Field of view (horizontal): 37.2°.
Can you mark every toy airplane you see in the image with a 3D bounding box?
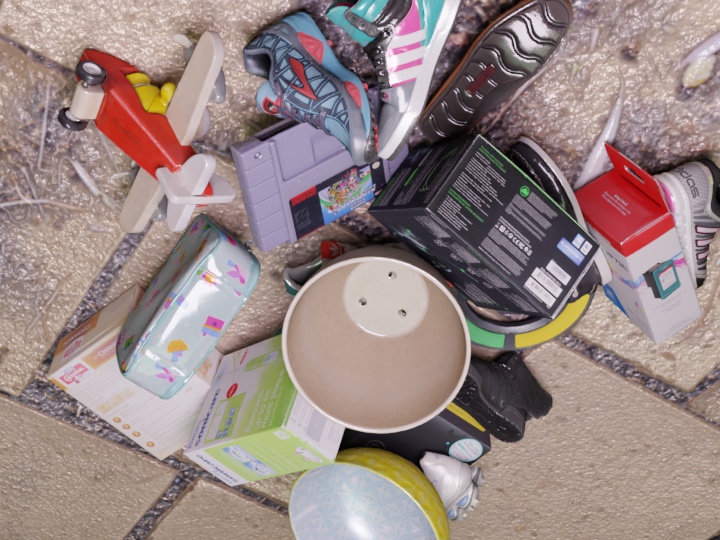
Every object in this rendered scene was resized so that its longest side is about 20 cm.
[{"bbox_3d":[-0.196,-0.140,1.104,0.198,0.141,0.202,-2,107,33],"label":"toy airplane"}]

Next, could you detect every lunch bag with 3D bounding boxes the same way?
[{"bbox_3d":[-0.196,0.037,1.215,0.077,0.160,0.201,36,91,-20],"label":"lunch bag"}]

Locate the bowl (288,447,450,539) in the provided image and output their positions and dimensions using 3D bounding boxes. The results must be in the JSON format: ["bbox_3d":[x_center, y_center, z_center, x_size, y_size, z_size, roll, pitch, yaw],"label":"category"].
[{"bbox_3d":[0.026,0.281,1.258,0.198,0.108,0.202,13,121,23],"label":"bowl"}]

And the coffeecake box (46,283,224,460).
[{"bbox_3d":[-0.271,0.135,1.371,0.153,0.073,0.200,-32,122,25],"label":"coffeecake box"}]

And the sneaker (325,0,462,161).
[{"bbox_3d":[0.017,-0.219,1.052,0.119,0.084,0.202,18,102,-10],"label":"sneaker"}]

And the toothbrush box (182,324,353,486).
[{"bbox_3d":[-0.102,0.161,1.269,0.086,0.147,0.199,38,142,-25],"label":"toothbrush box"}]

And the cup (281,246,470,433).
[{"bbox_3d":[0.022,0.055,1.173,0.198,0.143,0.203,2,111,6],"label":"cup"}]

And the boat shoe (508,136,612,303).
[{"bbox_3d":[0.210,-0.053,1.188,0.060,0.074,0.201,-34,114,-5],"label":"boat shoe"}]

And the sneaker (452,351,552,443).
[{"bbox_3d":[0.166,0.138,1.346,0.060,0.105,0.200,-26,118,41],"label":"sneaker"}]

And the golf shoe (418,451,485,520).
[{"bbox_3d":[0.072,0.300,1.351,0.097,0.078,0.201,30,120,-3],"label":"golf shoe"}]

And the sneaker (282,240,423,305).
[{"bbox_3d":[0.000,0.000,1.257,0.198,0.071,0.094,-21,132,20],"label":"sneaker"}]

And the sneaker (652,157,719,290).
[{"bbox_3d":[0.379,-0.052,1.204,0.087,0.074,0.201,-30,137,-2],"label":"sneaker"}]

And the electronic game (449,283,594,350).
[{"bbox_3d":[0.184,0.020,1.289,0.197,0.042,0.202,1,130,1],"label":"electronic game"}]

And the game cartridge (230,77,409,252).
[{"bbox_3d":[-0.035,-0.113,1.123,0.199,0.038,0.131,-30,129,-22],"label":"game cartridge"}]

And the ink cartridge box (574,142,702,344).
[{"bbox_3d":[0.301,-0.030,1.189,0.067,0.116,0.201,-31,125,-3],"label":"ink cartridge box"}]

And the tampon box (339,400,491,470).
[{"bbox_3d":[0.047,0.205,1.387,0.149,0.127,0.200,32,123,-24],"label":"tampon box"}]

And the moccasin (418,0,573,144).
[{"bbox_3d":[0.139,-0.208,1.092,0.073,0.078,0.202,34,127,-6],"label":"moccasin"}]

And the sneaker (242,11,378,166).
[{"bbox_3d":[-0.052,-0.163,1.040,0.095,0.201,0.080,-24,144,-14],"label":"sneaker"}]

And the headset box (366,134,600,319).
[{"bbox_3d":[0.119,-0.043,1.108,0.174,0.200,0.093,40,80,-14],"label":"headset box"}]

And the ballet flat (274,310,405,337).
[{"bbox_3d":[-0.009,0.077,1.324,0.198,0.073,0.073,-21,126,15],"label":"ballet flat"}]
